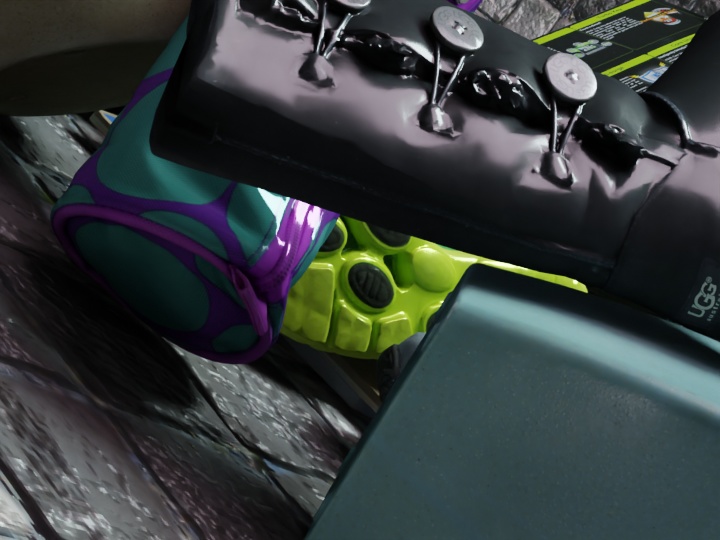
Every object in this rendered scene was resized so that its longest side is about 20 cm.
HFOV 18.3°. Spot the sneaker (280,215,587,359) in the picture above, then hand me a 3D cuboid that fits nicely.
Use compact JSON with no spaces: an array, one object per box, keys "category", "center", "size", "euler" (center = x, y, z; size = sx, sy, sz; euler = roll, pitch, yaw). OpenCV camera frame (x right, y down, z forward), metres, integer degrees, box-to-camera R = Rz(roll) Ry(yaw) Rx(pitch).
[{"category":"sneaker","center":[0.000,0.000,0.861],"size":[0.199,0.075,0.083],"euler":[26,-7,-38]}]

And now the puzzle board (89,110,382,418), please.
[{"category":"puzzle board","center":[-0.017,0.012,0.936],"size":[0.200,0.017,0.151],"euler":[44,12,21]}]

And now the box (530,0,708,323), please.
[{"category":"box","center":[0.138,-0.059,1.044],"size":[0.199,0.048,0.193],"euler":[-25,36,-36]}]

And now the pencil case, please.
[{"category":"pencil case","center":[-0.017,-0.065,0.757],"size":[0.092,0.201,0.085],"euler":[13,-33,36]}]

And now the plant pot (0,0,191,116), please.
[{"category":"plant pot","center":[-0.109,-0.133,0.813],"size":[0.200,0.199,0.136],"euler":[14,63,-68]}]

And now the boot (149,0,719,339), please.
[{"category":"boot","center":[0.044,-0.062,0.703],"size":[0.199,0.066,0.165],"euler":[17,35,-5]}]

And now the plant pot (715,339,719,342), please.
[{"category":"plant pot","center":[0.230,0.069,1.132],"size":[0.199,0.177,0.200],"euler":[33,12,-36]}]

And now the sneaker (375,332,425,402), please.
[{"category":"sneaker","center":[0.094,0.072,0.822],"size":[0.200,0.096,0.080],"euler":[37,24,-22]}]

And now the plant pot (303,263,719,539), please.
[{"category":"plant pot","center":[0.090,0.093,0.664],"size":[0.199,0.142,0.141],"euler":[32,10,1]}]

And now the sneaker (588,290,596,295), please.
[{"category":"sneaker","center":[0.140,0.051,1.038],"size":[0.070,0.075,0.201],"euler":[5,51,-60]}]
